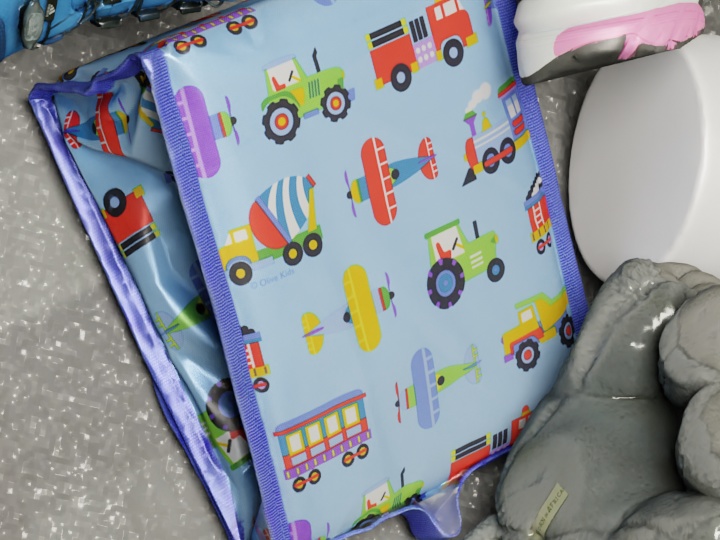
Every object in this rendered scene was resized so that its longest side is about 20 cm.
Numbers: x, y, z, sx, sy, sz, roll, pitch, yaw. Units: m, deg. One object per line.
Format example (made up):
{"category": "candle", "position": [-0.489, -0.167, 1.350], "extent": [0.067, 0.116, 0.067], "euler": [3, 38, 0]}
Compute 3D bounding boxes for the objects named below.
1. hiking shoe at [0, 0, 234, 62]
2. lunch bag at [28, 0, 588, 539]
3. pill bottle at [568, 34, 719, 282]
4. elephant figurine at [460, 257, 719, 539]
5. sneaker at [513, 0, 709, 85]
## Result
{"category": "hiking shoe", "position": [-0.074, -0.115, 0.774], "extent": [0.086, 0.075, 0.200], "euler": [24, 40, 13]}
{"category": "lunch bag", "position": [0.000, 0.000, 0.832], "extent": [0.150, 0.094, 0.201], "euler": [-25, 99, -31]}
{"category": "pill bottle", "position": [0.187, -0.030, 0.908], "extent": [0.199, 0.113, 0.114], "euler": [7, 75, -25]}
{"category": "elephant figurine", "position": [0.156, 0.084, 0.850], "extent": [0.199, 0.155, 0.142], "euler": [20, 84, -42]}
{"category": "sneaker", "position": [0.102, -0.133, 0.858], "extent": [0.200, 0.080, 0.087], "euler": [-46, 124, -66]}
